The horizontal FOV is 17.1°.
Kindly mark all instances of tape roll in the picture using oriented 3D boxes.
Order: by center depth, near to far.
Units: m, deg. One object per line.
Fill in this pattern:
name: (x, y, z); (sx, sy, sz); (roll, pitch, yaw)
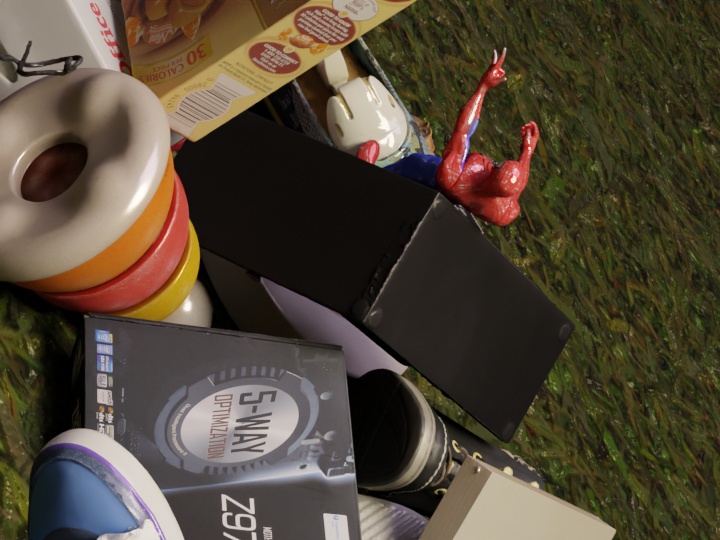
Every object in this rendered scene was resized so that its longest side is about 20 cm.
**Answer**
tape roll: (-0.037, -0.004, 1.667); (0.203, 0.037, 0.203); (39, 32, -31)

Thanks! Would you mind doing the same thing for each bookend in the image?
bookend: (0.000, 0.000, 1.521); (0.200, 0.092, 0.199); (25, -10, 37)

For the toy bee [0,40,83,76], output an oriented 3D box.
toy bee: (-0.257, -0.136, 1.333); (0.200, 0.131, 0.109); (-45, 126, -61)

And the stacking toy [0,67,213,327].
stacking toy: (-0.144, -0.010, 1.430); (0.200, 0.146, 0.146); (55, 20, -47)

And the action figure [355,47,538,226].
action figure: (0.065, -0.078, 1.474); (0.065, 0.099, 0.200); (32, -6, -19)

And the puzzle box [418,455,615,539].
puzzle box: (0.060, 0.218, 1.437); (0.133, 0.200, 0.025); (29, 2, -45)

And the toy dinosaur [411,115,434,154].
toy dinosaur: (0.019, -0.005, 1.638); (0.060, 0.106, 0.200); (-114, -156, -66)

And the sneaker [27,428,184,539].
sneaker: (-0.146, 0.192, 1.182); (0.146, 0.080, 0.200); (-29, 107, -60)

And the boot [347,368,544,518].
boot: (0.056, 0.123, 1.507); (0.154, 0.074, 0.204); (26, -6, -17)

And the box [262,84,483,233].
box: (-0.007, -0.104, 1.753); (0.160, 0.049, 0.200); (31, 20, -42)

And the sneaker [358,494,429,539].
sneaker: (-0.053, 0.165, 1.430); (0.200, 0.082, 0.074); (23, 40, -14)

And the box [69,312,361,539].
box: (-0.083, 0.121, 1.359); (0.160, 0.044, 0.200); (9, 46, -15)

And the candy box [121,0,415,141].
candy box: (-0.051, -0.176, 1.424); (0.055, 0.200, 0.116); (27, 42, -47)

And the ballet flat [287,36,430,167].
ballet flat: (-0.015, -0.123, 1.596); (0.074, 0.074, 0.200); (6, 45, -58)

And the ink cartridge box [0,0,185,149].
ink cartridge box: (-0.163, -0.152, 1.541); (0.145, 0.083, 0.200); (61, 25, 6)
